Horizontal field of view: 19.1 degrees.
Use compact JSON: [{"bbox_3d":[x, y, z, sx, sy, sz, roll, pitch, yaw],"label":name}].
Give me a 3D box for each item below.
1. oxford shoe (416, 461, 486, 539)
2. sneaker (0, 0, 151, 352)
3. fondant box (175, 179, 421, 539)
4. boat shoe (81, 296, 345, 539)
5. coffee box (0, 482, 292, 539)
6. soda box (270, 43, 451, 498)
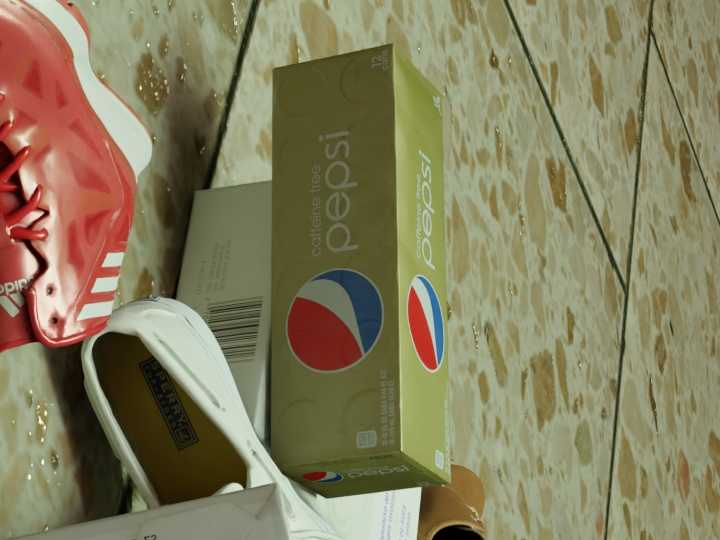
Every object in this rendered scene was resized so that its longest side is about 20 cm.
[{"bbox_3d":[0.046,0.156,1.225,0.200,0.071,0.072,-38,116,-68],"label":"oxford shoe"},{"bbox_3d":[-0.135,-0.035,0.815,0.200,0.078,0.116,42,43,-57],"label":"sneaker"},{"bbox_3d":[-0.028,0.070,1.079,0.200,0.058,0.145,58,32,-49],"label":"fondant box"},{"bbox_3d":[-0.058,0.105,0.902,0.203,0.074,0.086,63,14,2],"label":"boat shoe"},{"bbox_3d":[-0.075,0.130,0.756,0.200,0.112,0.080,101,-23,-81],"label":"coffee box"},{"bbox_3d":[0.000,0.000,1.005,0.064,0.067,0.201,37,48,-59],"label":"soda box"}]
